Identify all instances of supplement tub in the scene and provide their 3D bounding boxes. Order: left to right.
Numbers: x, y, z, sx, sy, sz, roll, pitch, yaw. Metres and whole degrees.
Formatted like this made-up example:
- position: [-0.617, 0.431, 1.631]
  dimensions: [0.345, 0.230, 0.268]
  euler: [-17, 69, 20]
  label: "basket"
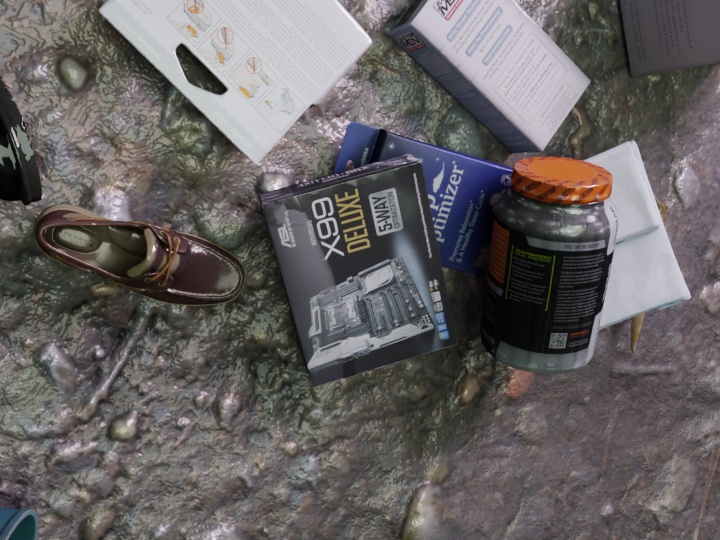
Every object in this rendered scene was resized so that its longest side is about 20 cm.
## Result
- position: [0.191, -0.006, 0.810]
  dimensions: [0.122, 0.123, 0.200]
  euler: [-7, 117, -20]
  label: "supplement tub"

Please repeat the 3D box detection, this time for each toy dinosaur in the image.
- position: [0.327, 0.004, 0.944]
  dimensions: [0.101, 0.058, 0.200]
  euler: [6, 94, -23]
  label: "toy dinosaur"

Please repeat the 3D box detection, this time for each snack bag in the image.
- position: [0.248, -0.018, 0.887]
  dimensions: [0.188, 0.021, 0.200]
  euler: [-22, 103, 10]
  label: "snack bag"

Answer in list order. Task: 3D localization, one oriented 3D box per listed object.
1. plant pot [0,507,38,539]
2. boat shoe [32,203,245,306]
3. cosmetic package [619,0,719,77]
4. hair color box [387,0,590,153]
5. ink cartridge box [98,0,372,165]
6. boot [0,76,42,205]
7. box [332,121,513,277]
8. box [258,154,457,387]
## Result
- position: [-0.391, 0.274, 0.640]
  dimensions: [0.188, 0.200, 0.200]
  euler: [15, 91, -7]
  label: "plant pot"
- position: [-0.198, -0.010, 0.732]
  dimensions: [0.200, 0.072, 0.072]
  euler: [20, 89, -22]
  label: "boat shoe"
- position: [0.408, -0.316, 0.859]
  dimensions: [0.165, 0.200, 0.165]
  euler: [-17, 103, -18]
  label: "cosmetic package"
- position: [0.138, -0.225, 0.842]
  dimensions: [0.200, 0.061, 0.099]
  euler: [39, 82, -21]
  label: "hair color box"
- position: [-0.114, -0.229, 0.754]
  dimensions: [0.200, 0.044, 0.174]
  euler: [44, 81, -19]
  label: "ink cartridge box"
- position: [-0.372, -0.125, 0.646]
  dimensions: [0.158, 0.079, 0.211]
  euler: [-29, 95, -22]
  label: "boot"
- position: [0.066, -0.071, 0.831]
  dimensions: [0.200, 0.032, 0.121]
  euler: [13, 105, -17]
  label: "box"
- position: [0.000, 0.000, 0.794]
  dimensions: [0.158, 0.050, 0.200]
  euler: [-15, 110, -7]
  label: "box"
